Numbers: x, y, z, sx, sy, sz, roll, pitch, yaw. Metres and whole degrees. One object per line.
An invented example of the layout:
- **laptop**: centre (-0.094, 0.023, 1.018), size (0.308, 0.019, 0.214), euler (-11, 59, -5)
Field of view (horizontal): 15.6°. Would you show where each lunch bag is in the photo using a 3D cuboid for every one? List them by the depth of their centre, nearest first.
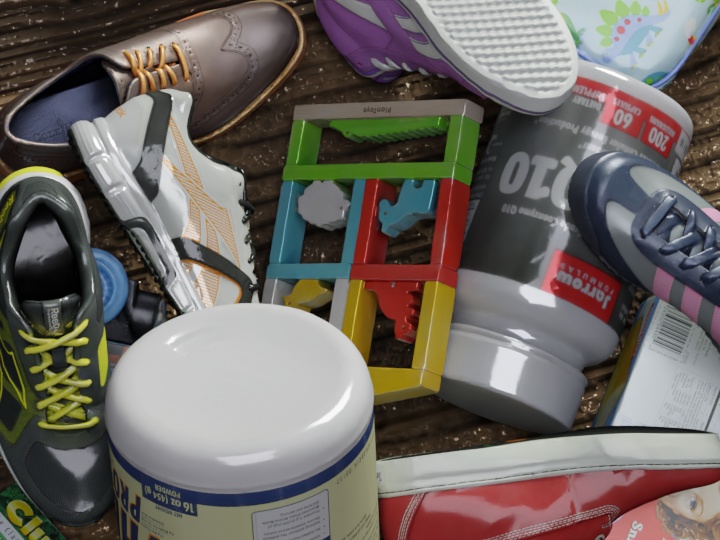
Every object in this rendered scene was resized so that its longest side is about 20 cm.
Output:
- **lunch bag**: centre (0.160, -0.211, 1.600), size (0.160, 0.082, 0.200), euler (34, 78, 0)

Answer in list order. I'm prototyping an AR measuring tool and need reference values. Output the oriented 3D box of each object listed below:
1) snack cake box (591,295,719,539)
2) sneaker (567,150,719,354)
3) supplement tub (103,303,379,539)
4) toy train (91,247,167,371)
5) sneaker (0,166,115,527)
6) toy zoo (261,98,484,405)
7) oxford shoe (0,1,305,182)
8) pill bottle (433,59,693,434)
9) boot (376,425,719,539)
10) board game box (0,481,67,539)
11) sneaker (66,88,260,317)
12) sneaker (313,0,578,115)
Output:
- **snack cake box**: centre (0.188, 0.127, 1.551), size (0.115, 0.067, 0.201), euler (24, 79, -3)
- **sneaker**: centre (0.207, 0.000, 1.480), size (0.200, 0.082, 0.070), euler (39, 73, -14)
- **supplement tub**: centre (-0.061, 0.135, 1.443), size (0.144, 0.145, 0.201), euler (-8, 125, -7)
- **toy train**: centre (-0.214, 0.034, 1.519), size (0.199, 0.087, 0.115), euler (12, 85, -4)
- **sneaker**: centre (-0.172, 0.044, 1.441), size (0.074, 0.085, 0.201), euler (-11, 92, -6)
- **toy zoo**: centre (0.000, 0.000, 1.536), size (0.131, 0.020, 0.201), euler (0, 76, 38)
- **oxford shoe**: centre (-0.121, -0.107, 1.550), size (0.199, 0.073, 0.071), euler (-28, 83, -10)
- **pill bottle**: centre (0.112, -0.013, 1.544), size (0.113, 0.114, 0.201), euler (21, 78, -2)
- **boot**: centre (0.114, 0.163, 1.475), size (0.199, 0.072, 0.145), euler (-9, 88, -4)
- **board game box**: centre (-0.165, 0.221, 1.493), size (0.200, 0.023, 0.105), euler (49, 43, 4)
- **sneaker**: centre (-0.085, -0.013, 1.501), size (0.080, 0.074, 0.200), euler (-32, 102, -7)
- **sneaker**: centre (0.047, -0.138, 1.554), size (0.073, 0.114, 0.200), euler (-35, 63, -26)
